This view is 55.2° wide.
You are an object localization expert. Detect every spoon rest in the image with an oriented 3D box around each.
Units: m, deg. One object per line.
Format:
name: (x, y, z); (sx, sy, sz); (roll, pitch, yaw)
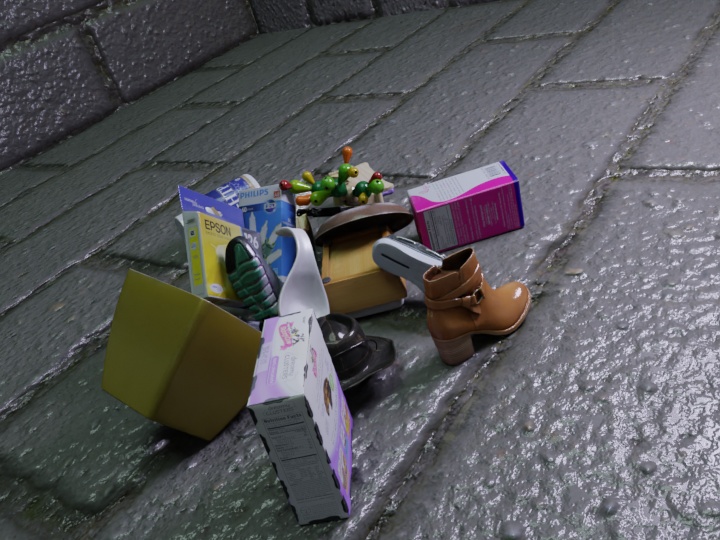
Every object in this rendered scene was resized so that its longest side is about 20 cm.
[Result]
spoon rest: (-0.101, 0.017, 1.140); (0.098, 0.203, 0.060); (3, -23, -37)

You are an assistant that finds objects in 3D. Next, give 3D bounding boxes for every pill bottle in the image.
pill bottle: (-0.320, -0.128, 1.592); (0.199, 0.121, 0.119); (-32, 33, -22)

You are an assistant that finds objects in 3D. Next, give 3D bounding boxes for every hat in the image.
hat: (-0.042, 0.113, 1.047); (0.198, 0.082, 0.201); (-19, 15, 5)

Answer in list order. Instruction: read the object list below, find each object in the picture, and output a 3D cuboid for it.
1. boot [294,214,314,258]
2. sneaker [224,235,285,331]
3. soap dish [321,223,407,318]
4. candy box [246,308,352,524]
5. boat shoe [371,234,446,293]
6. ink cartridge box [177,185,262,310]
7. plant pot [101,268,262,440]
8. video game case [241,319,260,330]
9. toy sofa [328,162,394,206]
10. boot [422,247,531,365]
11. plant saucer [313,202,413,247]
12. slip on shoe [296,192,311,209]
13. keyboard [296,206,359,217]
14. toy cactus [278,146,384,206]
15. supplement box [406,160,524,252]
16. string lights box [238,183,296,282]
boot: (-0.176, -0.047, 1.428); (0.153, 0.074, 0.201); (-16, 28, 3)
sneaker: (-0.159, 0.028, 1.175); (0.074, 0.202, 0.087); (-17, 12, 34)
soap dish: (0.000, 0.000, 1.247); (0.155, 0.082, 0.201); (-14, 29, 7)
candy box: (-0.068, 0.181, 0.866); (0.070, 0.202, 0.169); (-12, 29, 8)
boat shoe: (0.116, -0.006, 1.134); (0.199, 0.073, 0.071); (33, 38, 8)
ink cartridge box: (-0.235, -0.037, 1.210); (0.046, 0.203, 0.197); (-12, -12, 22)
plant pot: (-0.266, 0.137, 1.037); (0.198, 0.200, 0.178); (16, 76, 38)
video game case: (-0.229, 0.155, 1.182); (0.141, 0.019, 0.200); (2, 37, 31)
toy sofa: (0.006, -0.161, 1.507); (0.096, 0.084, 0.200); (-19, 29, -12)
boot: (0.177, 0.030, 1.025); (0.199, 0.156, 0.073); (-36, 34, -28)
plant saucer: (0.004, -0.089, 1.320); (0.197, 0.033, 0.200); (-13, -9, -2)
slip on shoe: (-0.193, -0.119, 1.576); (0.199, 0.074, 0.061); (-40, 1, -23)
keyboard: (-0.066, -0.116, 1.379); (0.125, 0.021, 0.199); (-3, 3, -24)
toy cactus: (-0.039, -0.160, 1.306); (0.197, 0.104, 0.165); (-9, -9, 22)
supplement box: (0.199, -0.120, 1.314); (0.197, 0.105, 0.102); (-16, 31, 2)
string lights box: (-0.180, -0.056, 1.330); (0.101, 0.203, 0.059); (-6, -10, 25)
